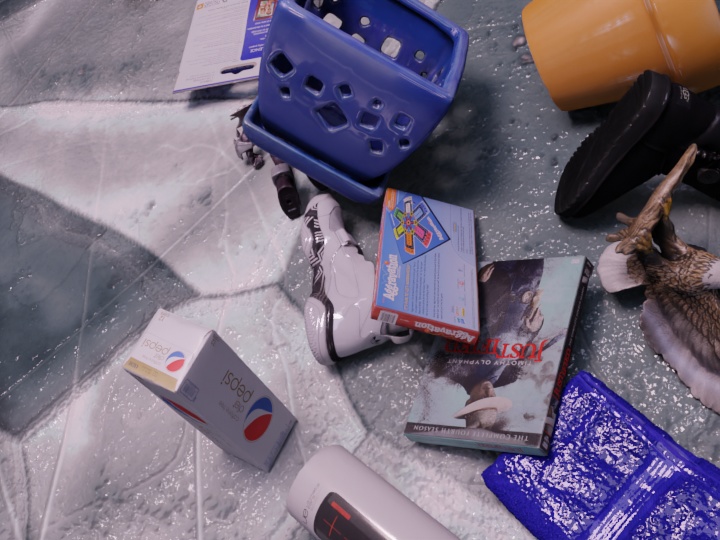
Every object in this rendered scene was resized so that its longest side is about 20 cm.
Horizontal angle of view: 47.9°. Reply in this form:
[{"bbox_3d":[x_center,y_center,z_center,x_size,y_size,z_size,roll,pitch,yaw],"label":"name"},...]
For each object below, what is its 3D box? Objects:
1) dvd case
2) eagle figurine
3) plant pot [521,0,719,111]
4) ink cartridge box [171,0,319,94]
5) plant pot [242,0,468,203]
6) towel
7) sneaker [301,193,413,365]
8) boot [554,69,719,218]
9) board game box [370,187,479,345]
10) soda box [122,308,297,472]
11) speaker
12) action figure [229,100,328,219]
[{"bbox_3d":[0.132,0.075,0.775,0.145,0.022,0.202,-3,54,39],"label":"dvd case"},{"bbox_3d":[0.316,0.018,0.721,0.152,0.200,0.151,-47,4,29],"label":"eagle figurine"},{"bbox_3d":[0.283,-0.268,0.880,0.182,0.200,0.202,-20,51,27],"label":"plant pot"},{"bbox_3d":[-0.160,-0.329,1.169,0.195,0.047,0.202,-6,58,15],"label":"ink cartridge box"},{"bbox_3d":[-0.012,-0.204,0.893,0.199,0.180,0.201,28,38,-8],"label":"plant pot"},{"bbox_3d":[0.216,0.188,0.679,0.148,0.050,0.200,-43,54,-11],"label":"towel"},{"bbox_3d":[0.000,0.000,0.873,0.114,0.075,0.202,-10,59,12],"label":"sneaker"},{"bbox_3d":[0.306,-0.093,0.802,0.167,0.201,0.077,21,54,-7],"label":"boot"},{"bbox_3d":[0.067,-0.011,0.818,0.102,0.020,0.201,15,38,-6],"label":"board game box"},{"bbox_3d":[-0.135,0.118,0.763,0.068,0.201,0.064,17,65,29],"label":"soda box"},{"bbox_3d":[0.028,0.237,0.700,0.199,0.081,0.081,32,73,33],"label":"speaker"},{"bbox_3d":[-0.097,-0.164,1.023,0.129,0.069,0.201,-29,49,9],"label":"action figure"}]
